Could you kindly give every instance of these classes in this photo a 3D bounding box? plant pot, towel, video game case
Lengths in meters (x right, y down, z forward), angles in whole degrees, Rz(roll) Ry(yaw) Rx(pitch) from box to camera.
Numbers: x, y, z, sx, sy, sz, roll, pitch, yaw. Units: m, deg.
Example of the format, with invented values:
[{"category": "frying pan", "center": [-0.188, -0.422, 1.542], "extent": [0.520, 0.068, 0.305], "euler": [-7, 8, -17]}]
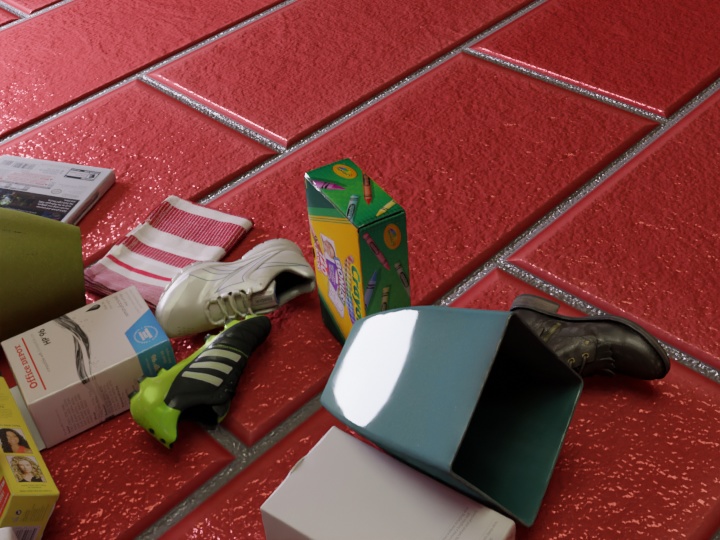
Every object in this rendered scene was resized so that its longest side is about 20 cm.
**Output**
[{"category": "plant pot", "center": [0.069, 0.120, 0.878], "extent": [0.198, 0.141, 0.143], "euler": [8, 66, 45]}, {"category": "plant pot", "center": [-0.421, 0.004, 1.108], "extent": [0.196, 0.190, 0.188], "euler": [-4, 37, -16]}, {"category": "towel", "center": [-0.245, -0.025, 1.223], "extent": [0.142, 0.023, 0.201], "euler": [16, 44, 25]}, {"category": "video game case", "center": [-0.471, -0.095, 1.344], "extent": [0.196, 0.024, 0.183], "euler": [9, 41, 17]}]

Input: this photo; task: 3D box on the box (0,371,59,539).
[{"category": "box", "center": [-0.356, 0.182, 0.935], "extent": [0.050, 0.076, 0.200], "euler": [12, 23, -43]}]

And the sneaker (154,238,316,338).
[{"category": "sneaker", "center": [-0.141, 0.024, 1.095], "extent": [0.197, 0.076, 0.087], "euler": [-26, 31, -20]}]

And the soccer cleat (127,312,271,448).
[{"category": "soccer cleat", "center": [-0.155, 0.115, 1.013], "extent": [0.081, 0.068, 0.199], "euler": [46, 46, 9]}]

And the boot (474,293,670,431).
[{"category": "boot", "center": [0.191, 0.117, 0.961], "extent": [0.197, 0.070, 0.175], "euler": [16, 49, 32]}]

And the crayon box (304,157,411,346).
[{"category": "crayon box", "center": [0.000, 0.000, 1.012], "extent": [0.057, 0.203, 0.119], "euler": [-22, 40, -20]}]

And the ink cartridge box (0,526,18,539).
[{"category": "ink cartridge box", "center": [-0.269, 0.321, 0.702], "extent": [0.083, 0.148, 0.201], "euler": [-16, 40, -12]}]

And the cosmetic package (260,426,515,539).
[{"category": "cosmetic package", "center": [0.023, 0.232, 0.822], "extent": [0.198, 0.082, 0.113], "euler": [22, 46, 33]}]

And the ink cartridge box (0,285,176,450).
[{"category": "ink cartridge box", "center": [-0.308, 0.108, 1.031], "extent": [0.197, 0.069, 0.116], "euler": [-25, 42, -21]}]
